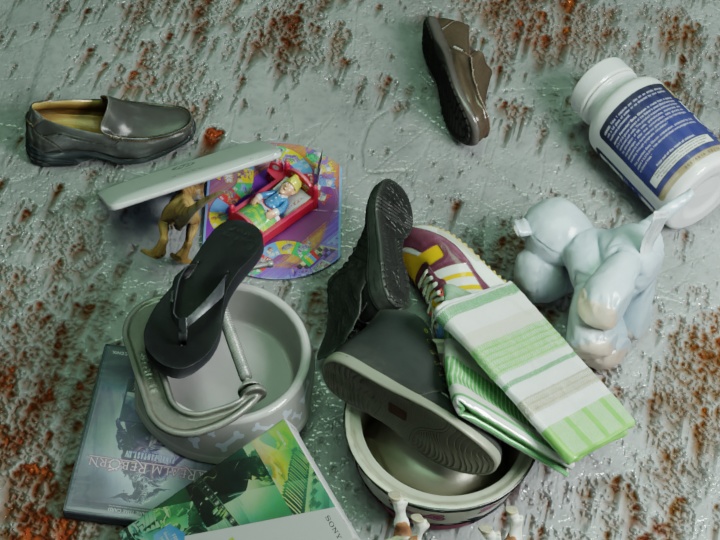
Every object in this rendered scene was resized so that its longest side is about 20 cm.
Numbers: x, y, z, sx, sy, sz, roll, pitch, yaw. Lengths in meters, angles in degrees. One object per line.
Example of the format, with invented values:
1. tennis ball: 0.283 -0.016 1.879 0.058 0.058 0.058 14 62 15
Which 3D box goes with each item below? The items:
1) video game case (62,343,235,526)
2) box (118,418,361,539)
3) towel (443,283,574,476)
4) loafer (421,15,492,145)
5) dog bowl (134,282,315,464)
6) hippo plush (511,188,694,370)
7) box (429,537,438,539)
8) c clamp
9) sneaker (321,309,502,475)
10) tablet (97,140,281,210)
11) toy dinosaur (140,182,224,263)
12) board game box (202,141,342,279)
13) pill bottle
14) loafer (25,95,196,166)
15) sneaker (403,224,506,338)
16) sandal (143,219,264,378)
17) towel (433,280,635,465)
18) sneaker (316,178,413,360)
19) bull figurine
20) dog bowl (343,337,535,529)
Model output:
1. video game case: -0.212 0.170 1.633 0.141 0.019 0.202 8 52 1
2. box: -0.115 0.255 1.518 0.199 0.036 0.145 -34 62 -1
3. towel: 0.148 0.104 1.595 0.152 0.023 0.201 29 30 -16
4. loafer: 0.128 -0.237 1.931 0.070 0.073 0.201 -8 54 -9
5. dog bowl: -0.139 0.097 1.647 0.198 0.059 0.202 3 52 -4
6. hippo plush: 0.229 -0.006 1.707 0.160 0.202 0.159 27 33 25
7. box: 0.096 0.328 1.426 0.115 0.201 0.060 18 53 10
8. c clamp: -0.150 0.075 1.608 0.169 0.027 0.201 -9 53 -11
9. sneaker: 0.070 0.112 1.574 0.199 0.075 0.106 32 52 15
10. tablet: -0.193 -0.108 1.786 0.198 0.014 0.130 -18 13 -12
11. toy dinosaur: -0.195 -0.060 1.736 0.060 0.107 0.200 16 10 -12
12. board game box: -0.098 -0.082 1.816 0.156 0.039 0.202 3 52 -3
13. pill bottle: 0.336 -0.154 1.864 0.110 0.112 0.200 -26 60 -22
14. loafer: -0.287 -0.167 1.845 0.198 0.073 0.073 -9 53 -12
15. sneaker: 0.097 0.028 1.730 0.199 0.075 0.090 36 53 22
16. sandal: -0.162 0.020 1.612 0.075 0.043 0.201 14 54 13
17. towel: 0.170 0.101 1.583 0.200 0.031 0.149 50 33 18
18. sneaker: 0.002 0.001 1.729 0.060 0.104 0.202 29 46 -34
19. bull figurine: 0.066 0.280 1.524 0.198 0.123 0.065 6 24 -9
20. dog bowl: 0.080 0.171 1.622 0.198 0.074 0.202 2 53 -3
